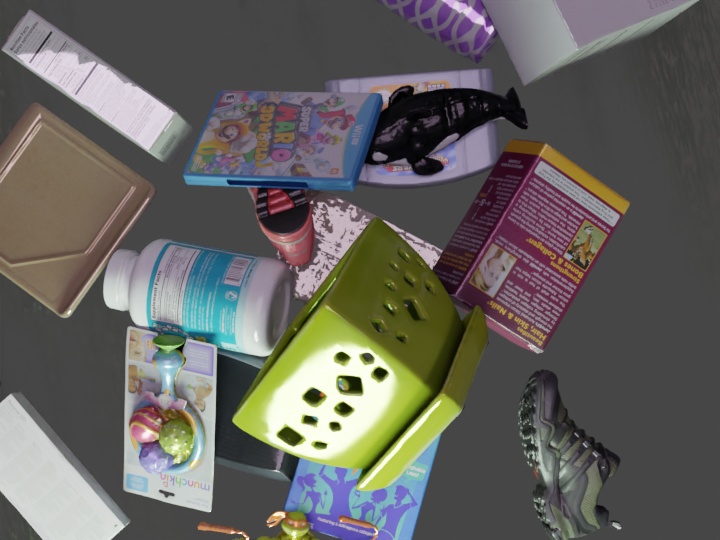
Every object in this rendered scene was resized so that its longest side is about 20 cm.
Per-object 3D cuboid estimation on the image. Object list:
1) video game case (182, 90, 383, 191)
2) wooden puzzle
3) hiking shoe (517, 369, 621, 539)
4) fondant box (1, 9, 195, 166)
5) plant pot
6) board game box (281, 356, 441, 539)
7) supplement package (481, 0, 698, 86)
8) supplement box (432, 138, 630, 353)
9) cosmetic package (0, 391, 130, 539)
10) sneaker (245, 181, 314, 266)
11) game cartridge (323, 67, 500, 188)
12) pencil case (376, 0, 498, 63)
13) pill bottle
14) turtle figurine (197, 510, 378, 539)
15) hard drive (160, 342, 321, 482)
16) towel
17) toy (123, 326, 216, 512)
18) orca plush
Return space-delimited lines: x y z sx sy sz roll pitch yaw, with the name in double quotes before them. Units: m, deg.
"video game case" -0.086 -0.149 1.506 0.200 0.018 0.143 3 50 17
"wooden puzzle" -0.359 -0.070 1.555 0.200 0.037 0.185 35 87 14
"hiking shoe" 0.241 0.206 1.530 0.100 0.076 0.200 -10 96 -9
"fondant box" -0.291 -0.203 1.513 0.200 0.144 0.058 36 89 2
"plant pot" 0.012 0.098 1.401 0.181 0.200 0.199 35 124 -4
"board game box" 0.008 0.210 1.538 0.152 0.045 0.200 15 86 2
"supplement package" 0.260 -0.306 1.494 0.200 0.117 0.117 -24 87 -27
"supplement box" 0.186 -0.029 1.505 0.131 0.103 0.200 33 87 -19
"cosmetic package" -0.361 0.241 1.536 0.083 0.051 0.200 -41 88 0
"sneaker" -0.097 -0.083 1.523 0.074 0.087 0.200 -16 47 -1
"game cartridge" 0.061 -0.163 1.564 0.200 0.042 0.133 -5 83 0
"pencil case" 0.081 -0.323 1.552 0.200 0.084 0.086 36 48 1
"pill bottle" -0.184 0.026 1.509 0.200 0.111 0.111 11 87 13
"turtle figurine" -0.084 0.332 1.504 0.200 0.064 0.162 2 110 -7
"hard drive" -0.155 0.153 1.526 0.200 0.042 0.135 17 87 14
"towel" 0.000 0.000 1.555 0.200 0.034 0.133 28 89 3
"toy" -0.221 0.170 1.486 0.115 0.047 0.200 10 104 21
"orca plush" 0.090 -0.163 1.510 0.200 0.071 0.105 -1 87 0
